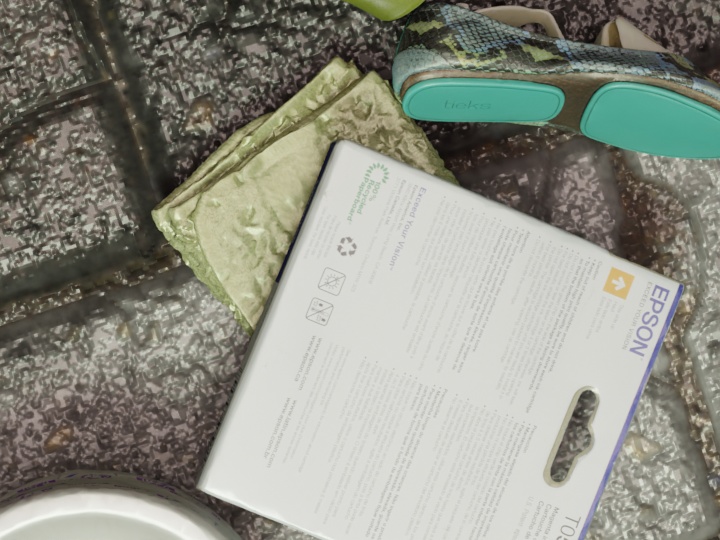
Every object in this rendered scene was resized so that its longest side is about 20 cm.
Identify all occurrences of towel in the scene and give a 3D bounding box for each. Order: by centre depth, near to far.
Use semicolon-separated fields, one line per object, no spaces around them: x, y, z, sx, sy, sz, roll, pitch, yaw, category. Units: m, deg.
0.000;0.000;1.131;0.148;0.036;0.200;-38;95;-3;towel

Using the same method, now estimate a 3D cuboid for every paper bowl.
-0.139;0.205;1.095;0.200;0.104;0.201;0;94;-5;paper bowl

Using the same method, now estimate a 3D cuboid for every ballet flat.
0.116;-0.108;1.120;0.200;0.074;0.074;9;93;-14;ballet flat

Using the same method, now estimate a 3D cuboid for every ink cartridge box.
0.041;0.059;1.098;0.200;0.043;0.197;23;88;-8;ink cartridge box

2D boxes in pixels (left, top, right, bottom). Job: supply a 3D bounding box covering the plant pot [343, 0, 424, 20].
-0.031;-0.226;1.050;0.193;0.200;0.201;31;90;-18;plant pot
